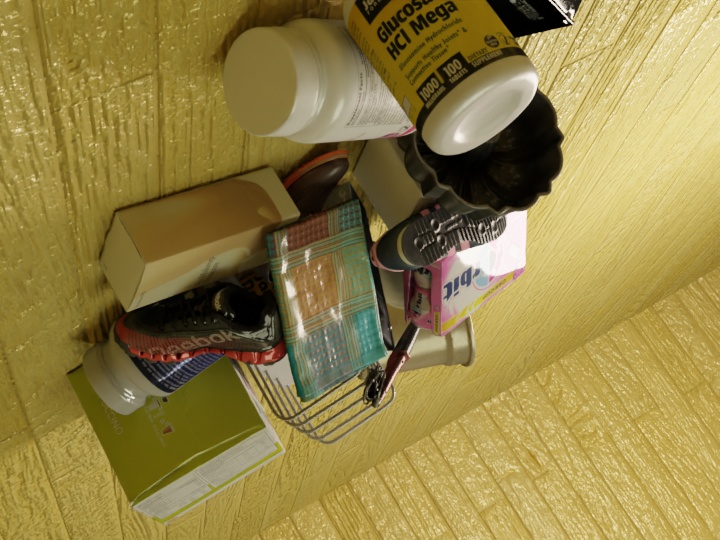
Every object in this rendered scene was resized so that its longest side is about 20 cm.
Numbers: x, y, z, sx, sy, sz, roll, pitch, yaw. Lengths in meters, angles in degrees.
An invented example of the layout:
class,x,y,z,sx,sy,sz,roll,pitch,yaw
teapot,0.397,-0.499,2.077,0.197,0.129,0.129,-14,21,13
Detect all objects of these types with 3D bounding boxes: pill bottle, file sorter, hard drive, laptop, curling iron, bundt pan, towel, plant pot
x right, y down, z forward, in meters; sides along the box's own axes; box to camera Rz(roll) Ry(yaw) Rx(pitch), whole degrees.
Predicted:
class,x,y,z,sx,sy,sz,roll,pitch,yaw
pill bottle,-0.025,-0.178,1.067,0.199,0.114,0.113,-11,152,-49
file sorter,-0.050,0.133,1.470,0.138,0.125,0.200,-34,157,2
pill bottle,-0.232,0.082,1.386,0.199,0.116,0.116,-36,162,7
hard drive,0.000,0.000,1.459,0.042,0.201,0.135,-14,164,7
laptop,0.166,-0.327,1.182,0.199,0.117,0.187,-9,172,24
curling iron,0.049,0.106,1.445,0.200,0.025,0.050,-50,154,-52
bundt pan,0.129,-0.146,1.304,0.201,0.203,0.076,-23,171,-28
pill bottle,0.056,-0.209,0.983,0.112,0.201,0.113,-30,162,-11
towel,-0.035,0.033,1.296,0.022,0.201,0.146,6,-157,44
plant pot,0.063,0.086,1.832,0.182,0.202,0.201,-17,159,-11

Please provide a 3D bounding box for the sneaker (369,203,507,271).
class,x,y,z,sx,sy,sz,roll,pitch,yaw
sneaker,0.092,-0.049,1.356,0.199,0.071,0.082,-18,-177,-43

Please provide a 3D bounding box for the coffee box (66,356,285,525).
class,x,y,z,sx,sy,sz,roll,pitch,yaw
coffee box,-0.241,0.194,1.526,0.199,0.200,0.198,-30,162,-6

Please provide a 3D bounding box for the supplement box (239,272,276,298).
class,x,y,z,sx,sy,sz,roll,pitch,yaw
supplement box,-0.097,0.070,1.600,0.109,0.109,0.200,-30,161,-9

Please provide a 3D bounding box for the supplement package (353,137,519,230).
class,x,y,z,sx,sy,sz,roll,pitch,yaw
supplement package,0.110,-0.137,1.410,0.199,0.114,0.110,-22,159,-27

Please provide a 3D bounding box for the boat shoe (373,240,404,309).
class,x,y,z,sx,sy,sz,roll,pitch,yaw
boat shoe,0.038,0.000,1.566,0.060,0.201,0.073,-18,114,-33

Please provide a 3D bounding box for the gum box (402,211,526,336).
class,x,y,z,sx,sy,sz,roll,pitch,yaw
gum box,0.132,-0.012,1.458,0.200,0.066,0.114,-34,134,-39

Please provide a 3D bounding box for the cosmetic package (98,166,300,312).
class,x,y,z,sx,sy,sz,roll,pitch,yaw
cosmetic package,-0.176,-0.036,1.248,0.199,0.071,0.105,-22,159,-33

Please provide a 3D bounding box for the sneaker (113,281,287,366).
class,x,y,z,sx,sy,sz,roll,pitch,yaw
sneaker,-0.178,0.055,1.271,0.199,0.071,0.098,2,137,-3

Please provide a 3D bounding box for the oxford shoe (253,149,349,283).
class,x,y,z,sx,sy,sz,roll,pitch,yaw
oxford shoe,-0.067,-0.064,1.358,0.071,0.073,0.200,-11,151,-49
